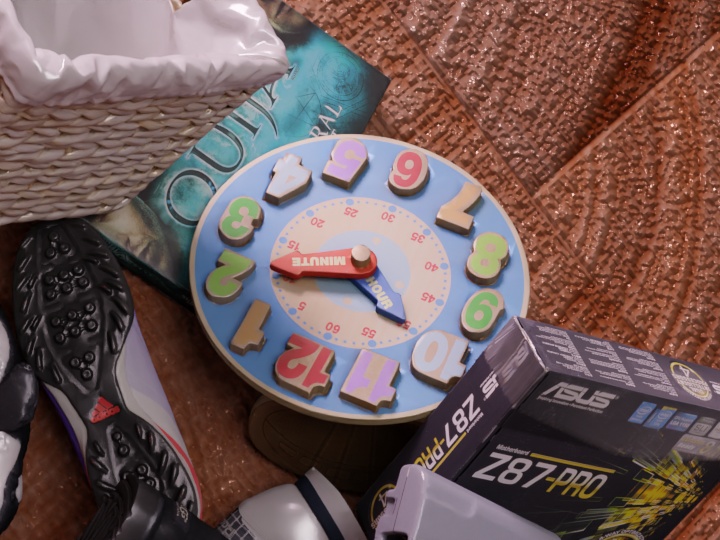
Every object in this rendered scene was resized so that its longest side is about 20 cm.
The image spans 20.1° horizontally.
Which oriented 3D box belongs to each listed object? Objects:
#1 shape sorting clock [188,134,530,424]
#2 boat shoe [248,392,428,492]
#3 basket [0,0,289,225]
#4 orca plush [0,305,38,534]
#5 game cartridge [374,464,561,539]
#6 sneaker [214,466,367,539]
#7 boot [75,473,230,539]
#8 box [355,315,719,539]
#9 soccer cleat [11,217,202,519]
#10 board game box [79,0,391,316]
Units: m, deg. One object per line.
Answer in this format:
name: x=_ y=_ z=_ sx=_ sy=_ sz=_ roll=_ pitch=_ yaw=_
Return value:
shape sorting clock: x=0.000 y=0.000 z=1.177 sx=0.198 sy=0.039 sz=0.201 roll=2 pitch=59 yaw=-3
boat shoe: x=0.028 y=0.086 z=1.227 sx=0.198 sy=0.072 sz=0.072 roll=5 pitch=42 yaw=-14
basket: x=-0.184 y=-0.138 z=1.076 sx=0.199 sy=0.161 sz=0.199 roll=-10 pitch=65 yaw=-54
orca plush: x=-0.223 y=0.052 z=1.125 sx=0.105 sy=0.071 sz=0.201 roll=-32 pitch=77 yaw=15
game cartridge: x=0.047 y=0.219 z=1.077 sx=0.133 sy=0.041 sz=0.201 roll=27 pitch=69 yaw=-32
sneaker: x=-0.012 y=0.216 z=1.168 sx=0.080 sy=0.076 sz=0.201 roll=-27 pitch=88 yaw=-11
boot: x=-0.084 y=0.222 z=1.096 sx=0.199 sy=0.066 sz=0.165 roll=34 pitch=107 yaw=-20
box: x=0.119 y=0.112 z=1.176 sx=0.199 sy=0.162 sz=0.049 roll=15 pitch=33 yaw=-40
soccer cleat: x=-0.142 y=0.067 z=1.144 sx=0.068 sy=0.073 sz=0.201 roll=-23 pitch=80 yaw=-4
board game box: x=-0.080 y=-0.075 z=1.234 sx=0.135 sy=0.028 sz=0.201 roll=34 pitch=64 yaw=-14
